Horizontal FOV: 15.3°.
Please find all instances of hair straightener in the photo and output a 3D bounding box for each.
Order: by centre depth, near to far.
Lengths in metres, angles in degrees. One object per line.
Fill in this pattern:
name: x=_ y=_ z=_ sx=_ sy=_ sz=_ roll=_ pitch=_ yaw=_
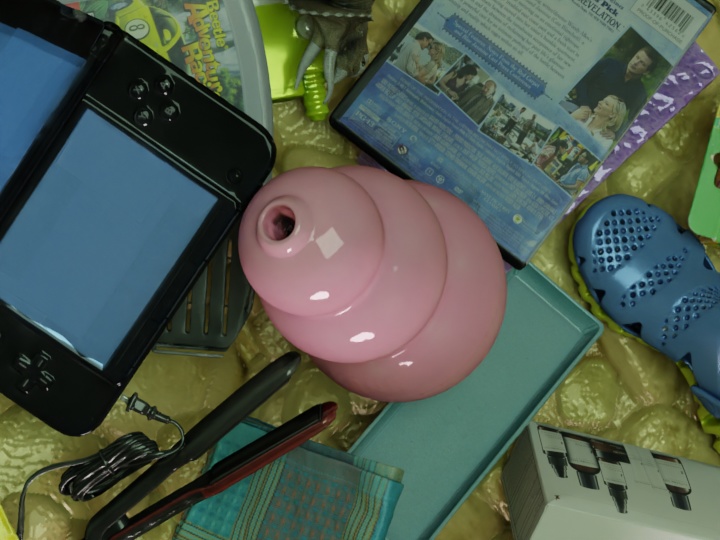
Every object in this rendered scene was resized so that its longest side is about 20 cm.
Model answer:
hair straightener: x=-0.114 y=0.099 z=1.481 sx=0.199 sy=0.041 sz=0.077 roll=-31 pitch=102 yaw=12

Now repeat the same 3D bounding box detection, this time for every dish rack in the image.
dish rack: x=-0.154 y=-0.024 z=1.464 sx=0.199 sy=0.055 sz=0.154 roll=4 pitch=101 yaw=4

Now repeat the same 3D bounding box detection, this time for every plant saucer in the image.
plant saucer: x=0.060 y=0.079 z=1.546 sx=0.070 sy=0.019 sz=0.200 roll=40 pitch=60 yaw=3

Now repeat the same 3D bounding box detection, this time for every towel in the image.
towel: x=-0.063 y=0.184 z=1.478 sx=0.022 sy=0.146 sz=0.201 roll=31 pitch=78 yaw=-45

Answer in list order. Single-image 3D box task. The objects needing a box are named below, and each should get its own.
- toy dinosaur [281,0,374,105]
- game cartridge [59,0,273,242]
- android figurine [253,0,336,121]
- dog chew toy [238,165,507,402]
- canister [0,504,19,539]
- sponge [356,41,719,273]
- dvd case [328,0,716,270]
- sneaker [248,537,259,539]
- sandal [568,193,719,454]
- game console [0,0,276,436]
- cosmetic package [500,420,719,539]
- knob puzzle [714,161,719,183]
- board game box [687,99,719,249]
toy dinosaur: x=-0.030 y=-0.206 z=1.496 sx=0.102 sy=0.077 sz=0.200 roll=-36 pitch=98 yaw=-23
game cartridge: x=-0.118 y=-0.109 z=1.492 sx=0.132 sy=0.041 sz=0.201 roll=-11 pitch=98 yaw=3
android figurine: x=-0.063 y=-0.180 z=1.545 sx=0.181 sy=0.041 sz=0.201 roll=-8 pitch=88 yaw=-17
dog chew toy: x=0.000 y=0.000 z=1.456 sx=0.124 sy=0.200 sz=0.125 roll=-7 pitch=74 yaw=24
canister: x=-0.286 y=0.169 z=1.437 sx=0.199 sy=0.087 sz=0.149 roll=-29 pitch=95 yaw=-14
sponge: x=0.106 y=-0.092 z=1.583 sx=0.200 sy=0.030 sz=0.112 roll=-42 pitch=86 yaw=-14
dvd case: x=0.095 y=-0.120 z=1.563 sx=0.142 sy=0.018 sz=0.200 roll=37 pitch=76 yaw=3
sneaker: x=0.025 y=0.161 z=1.532 sx=0.199 sy=0.076 sz=0.116 roll=-10 pitch=92 yaw=-14
sandal: x=0.205 y=0.033 z=1.588 sx=0.200 sy=0.087 sz=0.080 roll=45 pitch=78 yaw=-7
game console: x=-0.165 y=-0.026 z=1.379 sx=0.170 sy=0.118 sz=0.200 roll=34 pitch=99 yaw=-3
cosmetic package: x=0.186 y=0.149 z=1.571 sx=0.199 sy=0.083 sz=0.051 roll=14 pitch=123 yaw=-16
knob puzzle: x=0.340 y=-0.063 z=1.661 sx=0.218 sy=0.030 sz=0.221 roll=1 pitch=87 yaw=-17
board game box: x=0.291 y=-0.037 z=1.615 sx=0.199 sy=0.030 sz=0.096 roll=19 pitch=80 yaw=-17
